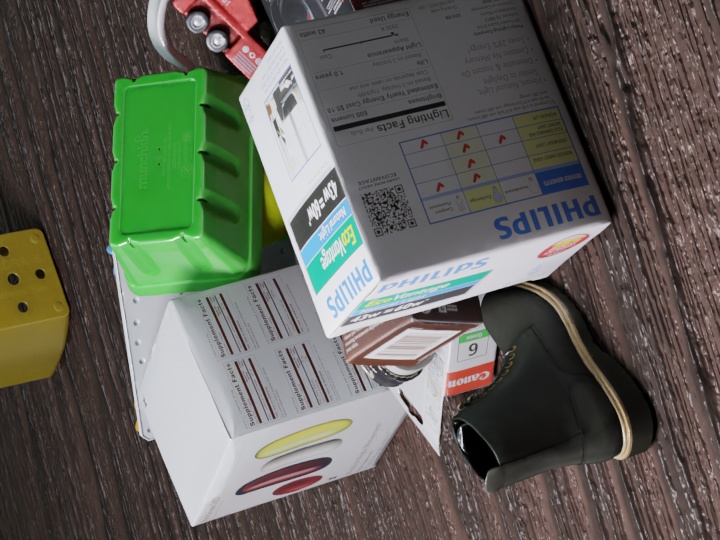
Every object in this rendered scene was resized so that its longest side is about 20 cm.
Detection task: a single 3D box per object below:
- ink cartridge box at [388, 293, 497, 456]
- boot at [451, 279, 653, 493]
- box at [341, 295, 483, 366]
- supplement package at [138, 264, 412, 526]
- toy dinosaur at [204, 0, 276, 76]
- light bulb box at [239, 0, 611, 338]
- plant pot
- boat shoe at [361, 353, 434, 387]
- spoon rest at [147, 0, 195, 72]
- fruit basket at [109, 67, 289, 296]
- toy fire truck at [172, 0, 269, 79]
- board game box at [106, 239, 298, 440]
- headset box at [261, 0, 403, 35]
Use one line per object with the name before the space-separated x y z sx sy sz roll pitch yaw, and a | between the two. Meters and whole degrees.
ink cartridge box | 0.068 0.042 1.612 0.109 0.050 0.201 52 148 45
boot | 0.107 0.079 1.443 0.200 0.137 0.078 45 143 50
box | 0.026 -0.035 1.523 0.100 0.074 0.202 -34 60 50
supplement package | -0.075 0.107 1.779 0.148 0.198 0.192 64 154 23
toy dinosaur | -0.121 -0.236 1.832 0.102 0.077 0.202 -27 83 52
light bulb box | 0.044 -0.082 1.413 0.202 0.197 0.125 70 156 14
plant pot | -0.516 0.046 2.729 0.176 0.199 0.202 -38 69 52
boat shoe | 0.000 0.000 1.598 0.201 0.073 0.060 64 151 11
spoon rest | -0.141 -0.285 1.774 0.099 0.060 0.202 28 95 56
fruit basket | -0.138 -0.076 1.794 0.215 0.154 0.218 -5 -90 -73
toy fire truck | -0.091 -0.256 1.725 0.200 0.141 0.049 43 -170 -18
board game box | -0.145 0.041 1.887 0.026 0.199 0.202 20 122 51
headset box | -0.010 -0.213 1.603 0.201 0.074 0.149 66 155 20
